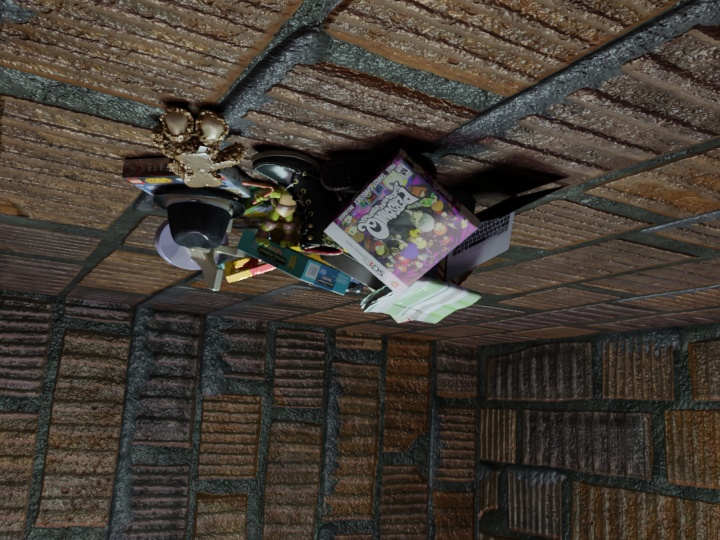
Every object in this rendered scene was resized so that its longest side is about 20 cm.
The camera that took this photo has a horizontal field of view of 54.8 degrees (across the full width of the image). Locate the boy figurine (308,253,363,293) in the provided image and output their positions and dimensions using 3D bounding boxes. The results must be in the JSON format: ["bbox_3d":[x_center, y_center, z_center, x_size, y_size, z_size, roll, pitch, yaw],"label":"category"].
[{"bbox_3d":[-0.059,0.006,1.631,0.124,0.065,0.200,5,172,29],"label":"boy figurine"}]

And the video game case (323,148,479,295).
[{"bbox_3d":[0.066,-0.076,1.168,0.181,0.036,0.200,41,122,-13],"label":"video game case"}]

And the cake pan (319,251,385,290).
[{"bbox_3d":[0.000,0.000,1.412,0.200,0.037,0.200,29,-178,-1],"label":"cake pan"}]

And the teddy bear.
[{"bbox_3d":[-0.261,-0.205,1.113,0.144,0.067,0.200,-7,161,4],"label":"teddy bear"}]

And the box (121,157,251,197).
[{"bbox_3d":[-0.323,-0.173,1.306,0.199,0.040,0.137,0,169,14],"label":"box"}]

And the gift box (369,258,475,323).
[{"bbox_3d":[0.139,-0.001,1.578,0.187,0.200,0.184,49,160,-9],"label":"gift box"}]

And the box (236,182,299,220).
[{"bbox_3d":[-0.166,-0.133,1.443,0.199,0.049,0.117,14,164,-35],"label":"box"}]

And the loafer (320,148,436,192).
[{"bbox_3d":[0.033,-0.169,1.197,0.199,0.074,0.071,3,-179,12],"label":"loafer"}]

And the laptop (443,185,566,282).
[{"bbox_3d":[0.266,-0.067,1.301,0.187,0.201,0.116,-25,-137,-30],"label":"laptop"}]

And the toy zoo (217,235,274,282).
[{"bbox_3d":[-0.247,-0.034,1.654,0.199,0.131,0.021,-17,123,9],"label":"toy zoo"}]

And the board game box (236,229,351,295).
[{"bbox_3d":[-0.139,-0.017,1.454,0.199,0.047,0.151,24,180,37],"label":"board game box"}]

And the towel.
[{"bbox_3d":[0.118,0.060,1.348,0.199,0.031,0.149,14,149,-35],"label":"towel"}]

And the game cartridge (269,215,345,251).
[{"bbox_3d":[-0.109,-0.072,1.506,0.175,0.033,0.200,9,170,-2],"label":"game cartridge"}]

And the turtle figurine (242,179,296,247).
[{"bbox_3d":[-0.155,-0.124,1.337,0.199,0.064,0.162,-4,130,-37],"label":"turtle figurine"}]

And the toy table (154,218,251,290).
[{"bbox_3d":[-0.351,-0.055,1.584,0.117,0.185,0.199,14,-165,36],"label":"toy table"}]

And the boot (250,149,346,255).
[{"bbox_3d":[-0.102,-0.118,1.223,0.203,0.155,0.073,14,159,-40],"label":"boot"}]

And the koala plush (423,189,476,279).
[{"bbox_3d":[0.109,-0.059,1.352,0.177,0.201,0.183,13,165,-43],"label":"koala plush"}]

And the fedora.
[{"bbox_3d":[-0.319,-0.093,1.361,0.199,0.092,0.201,3,170,1],"label":"fedora"}]

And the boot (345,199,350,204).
[{"bbox_3d":[0.011,-0.102,1.528,0.181,0.073,0.200,7,161,-27],"label":"boot"}]
